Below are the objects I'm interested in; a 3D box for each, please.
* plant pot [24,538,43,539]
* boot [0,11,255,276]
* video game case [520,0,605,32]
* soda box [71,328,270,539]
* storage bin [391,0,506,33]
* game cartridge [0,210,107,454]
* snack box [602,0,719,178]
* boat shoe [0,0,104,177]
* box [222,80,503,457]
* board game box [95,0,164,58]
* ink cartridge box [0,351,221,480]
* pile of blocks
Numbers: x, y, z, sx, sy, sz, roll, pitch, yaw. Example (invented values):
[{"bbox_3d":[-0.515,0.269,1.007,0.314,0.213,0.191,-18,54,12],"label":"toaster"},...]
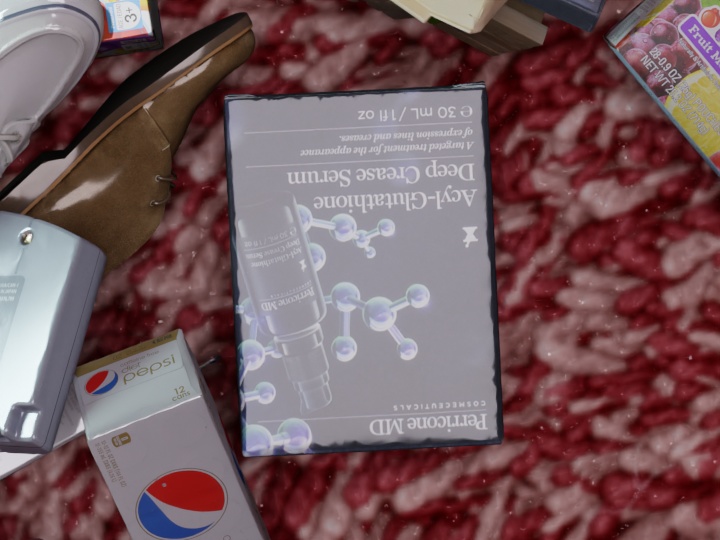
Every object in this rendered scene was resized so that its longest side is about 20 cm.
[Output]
[{"bbox_3d":[-0.238,0.237,1.299,0.178,0.200,0.202,-20,90,-17],"label":"plant pot"},{"bbox_3d":[-0.126,-0.067,1.359,0.200,0.074,0.076,-41,100,7],"label":"boot"},{"bbox_3d":[0.061,-0.227,1.344,0.199,0.019,0.143,24,52,0],"label":"video game case"},{"bbox_3d":[-0.093,0.131,1.302,0.068,0.064,0.201,-21,129,-2],"label":"soda box"},{"bbox_3d":[0.039,-0.257,1.286,0.198,0.094,0.200,35,52,8],"label":"storage bin"},{"bbox_3d":[-0.229,0.032,1.305,0.199,0.040,0.134,0,70,36],"label":"game cartridge"},{"bbox_3d":[0.267,-0.133,1.339,0.200,0.068,0.169,-42,101,6],"label":"snack box"},{"bbox_3d":[-0.207,-0.076,1.277,0.073,0.066,0.200,25,129,-34],"label":"boat shoe"},{"bbox_3d":[0.000,0.000,1.337,0.147,0.107,0.202,-3,90,-2],"label":"box"},{"bbox_3d":[-0.218,-0.163,1.335,0.198,0.105,0.104,-8,91,-1],"label":"board game box"},{"bbox_3d":[-0.174,0.086,1.338,0.199,0.095,0.037,-27,89,-1],"label":"ink cartridge box"},{"bbox_3d":[0.018,-0.187,1.351,0.198,0.082,0.063,19,79,-2],"label":"pile of blocks"}]
